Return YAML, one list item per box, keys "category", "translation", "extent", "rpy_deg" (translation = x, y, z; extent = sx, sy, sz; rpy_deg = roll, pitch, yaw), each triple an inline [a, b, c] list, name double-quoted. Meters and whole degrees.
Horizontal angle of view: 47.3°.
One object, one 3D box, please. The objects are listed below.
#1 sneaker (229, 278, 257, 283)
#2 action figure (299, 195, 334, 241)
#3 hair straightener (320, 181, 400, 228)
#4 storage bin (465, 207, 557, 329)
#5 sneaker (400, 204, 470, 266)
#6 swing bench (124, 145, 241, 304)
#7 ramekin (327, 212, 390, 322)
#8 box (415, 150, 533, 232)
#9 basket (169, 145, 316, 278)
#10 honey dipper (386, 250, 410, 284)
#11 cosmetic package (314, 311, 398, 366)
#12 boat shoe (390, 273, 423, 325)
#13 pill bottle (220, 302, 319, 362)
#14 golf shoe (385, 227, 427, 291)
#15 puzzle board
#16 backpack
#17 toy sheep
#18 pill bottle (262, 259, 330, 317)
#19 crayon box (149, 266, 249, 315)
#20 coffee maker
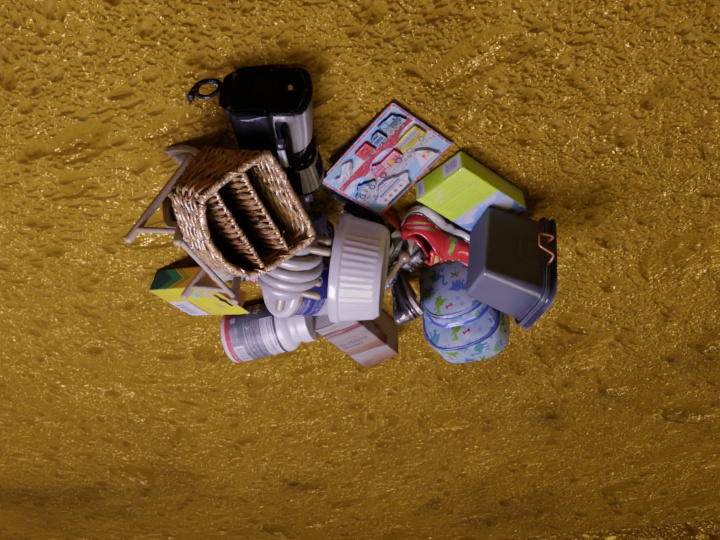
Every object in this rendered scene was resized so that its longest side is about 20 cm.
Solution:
- category: "sneaker"
  translation: [-0.229, -0.041, 1.618]
  extent: [0.106, 0.068, 0.203]
  rpy_deg: [0, 146, -7]
- category: "action figure"
  translation: [-0.124, -0.126, 1.508]
  extent: [0.128, 0.070, 0.200]
  rpy_deg: [-12, 139, 29]
- category: "hair straightener"
  translation: [-0.011, -0.120, 1.539]
  extent: [0.076, 0.041, 0.199]
  rpy_deg: [-26, 141, 31]
- category: "storage bin"
  translation: [0.272, -0.020, 1.491]
  extent: [0.132, 0.202, 0.146]
  rpy_deg: [18, 141, -11]
- category: "sneaker"
  translation: [0.159, -0.040, 1.581]
  extent: [0.198, 0.086, 0.077]
  rpy_deg: [32, 159, -9]
- category: "swing bench"
  translation: [-0.276, -0.080, 1.439]
  extent: [0.128, 0.202, 0.199]
  rpy_deg: [4, 150, 28]
- category: "ramekin"
  translation: [0.000, 0.000, 1.528]
  extent: [0.093, 0.205, 0.204]
  rpy_deg: [7, 145, 5]
- category: "box"
  translation: [0.212, -0.133, 1.527]
  extent: [0.198, 0.048, 0.121]
  rpy_deg: [26, 136, -34]
- category: "basket"
  translation: [-0.188, -0.081, 1.303]
  extent: [0.147, 0.144, 0.201]
  rpy_deg: [10, 143, 33]
- category: "honey dipper"
  translation: [0.047, 0.029, 1.635]
  extent: [0.037, 0.038, 0.201]
  rpy_deg: [16, 136, -23]
- category: "cosmetic package"
  translation: [-0.007, 0.126, 1.837]
  extent: [0.102, 0.088, 0.200]
  rpy_deg: [-22, 139, 28]
- category: "boat shoe"
  translation: [0.083, 0.057, 1.673]
  extent: [0.057, 0.200, 0.067]
  rpy_deg: [-35, 104, 6]
- category: "pill bottle"
  translation: [-0.197, 0.127, 1.807]
  extent: [0.197, 0.117, 0.116]
  rpy_deg: [-14, 143, 15]
- category: "golf shoe"
  translation: [0.049, -0.022, 1.665]
  extent: [0.094, 0.078, 0.200]
  rpy_deg: [35, 132, -14]
- category: "puzzle board"
  translation: [0.045, -0.188, 1.443]
  extent: [0.150, 0.018, 0.200]
  rpy_deg: [27, 125, -33]
- category: "backpack"
  translation: [0.205, 0.075, 1.671]
  extent: [0.180, 0.203, 0.147]
  rpy_deg: [-16, 147, 19]
- category: "toy sheep"
  translation: [-0.126, -0.011, 1.491]
  extent: [0.136, 0.138, 0.203]
  rpy_deg: [8, 114, -13]
- category: "pill bottle"
  translation: [-0.089, 0.034, 1.653]
  extent: [0.198, 0.112, 0.111]
  rpy_deg: [-1, 152, -43]
- category: "crayon box"
  translation: [-0.324, 0.044, 1.688]
  extent: [0.198, 0.051, 0.127]
  rpy_deg: [-3, 151, 42]
- category: "coffee maker"
  translation: [-0.158, -0.223, 1.344]
  extent: [0.190, 0.136, 0.201]
  rpy_deg: [19, 147, 17]
